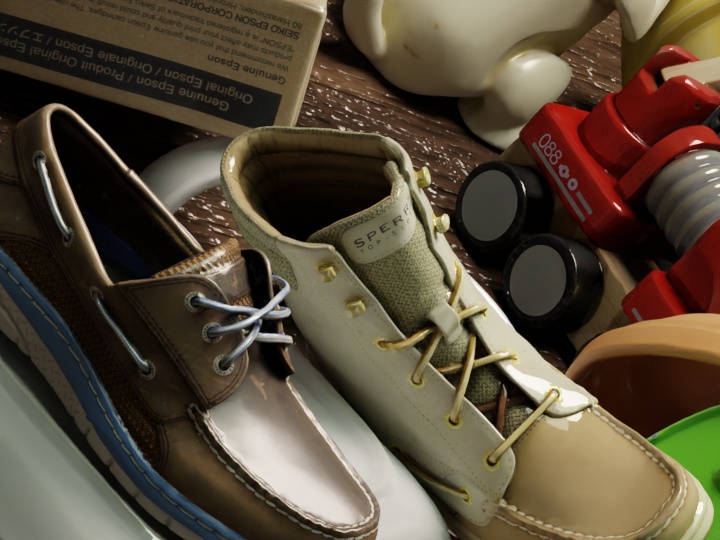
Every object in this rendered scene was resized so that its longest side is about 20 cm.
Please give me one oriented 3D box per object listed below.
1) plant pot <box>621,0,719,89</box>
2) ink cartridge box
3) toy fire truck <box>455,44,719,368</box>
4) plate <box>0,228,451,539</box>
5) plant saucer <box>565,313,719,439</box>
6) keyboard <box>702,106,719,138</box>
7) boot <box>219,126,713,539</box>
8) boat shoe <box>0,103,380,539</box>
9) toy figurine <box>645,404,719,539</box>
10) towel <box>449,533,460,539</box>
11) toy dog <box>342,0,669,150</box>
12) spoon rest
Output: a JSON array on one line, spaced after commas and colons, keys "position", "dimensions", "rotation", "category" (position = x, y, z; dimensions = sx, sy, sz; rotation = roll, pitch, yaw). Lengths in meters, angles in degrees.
[{"position": [0.241, -0.064, 1.535], "dimensions": [0.201, 0.201, 0.189], "rotation": [29, 45, -27], "category": "plant pot"}, {"position": [-0.092, -0.146, 1.240], "dimensions": [0.164, 0.075, 0.200], "rotation": [15, 30, -3], "category": "ink cartridge box"}, {"position": [0.175, -0.034, 1.358], "dimensions": [0.129, 0.200, 0.176], "rotation": [11, 39, -47], "category": "toy fire truck"}, {"position": [-0.075, 0.049, 1.035], "dimensions": [0.200, 0.032, 0.199], "rotation": [46, 32, 18], "category": "plate"}, {"position": [0.183, 0.079, 1.225], "dimensions": [0.200, 0.200, 0.038], "rotation": [36, 65, -13], "category": "plant saucer"}, {"position": [0.226, -0.021, 1.389], "dimensions": [0.021, 0.127, 0.200], "rotation": [31, 27, -45], "category": "keyboard"}, {"position": [0.035, 0.030, 1.070], "dimensions": [0.200, 0.072, 0.155], "rotation": [28, -27, 41], "category": "boot"}, {"position": [-0.063, 0.025, 0.975], "dimensions": [0.200, 0.072, 0.072], "rotation": [43, 31, 12], "category": "boat shoe"}, {"position": [0.191, 0.170, 1.106], "dimensions": [0.200, 0.150, 0.184], "rotation": [20, -35, 55], "category": "toy figurine"}, {"position": [0.012, 0.139, 1.066], "dimensions": [0.200, 0.023, 0.144], "rotation": [35, 28, -12], "category": "towel"}, {"position": [0.090, -0.182, 1.469], "dimensions": [0.194, 0.200, 0.140], "rotation": [15, 36, -45], "category": "toy dog"}, {"position": [0.000, 0.000, 1.219], "dimensions": [0.200, 0.061, 0.099], "rotation": [29, 29, -25], "category": "spoon rest"}]
